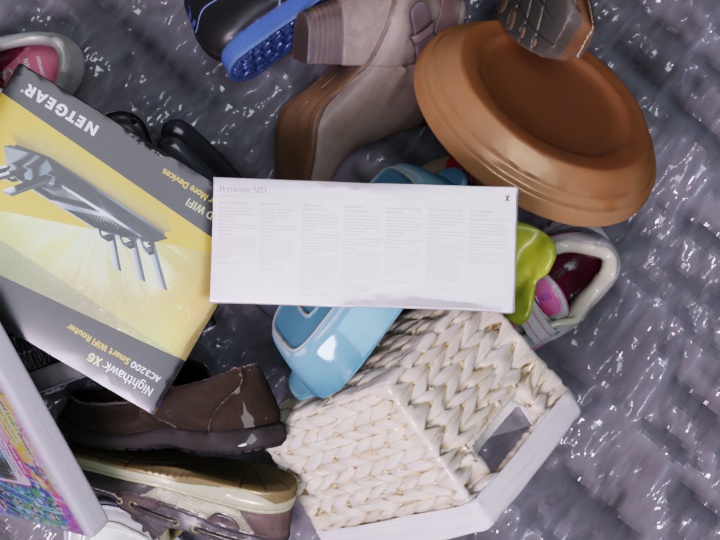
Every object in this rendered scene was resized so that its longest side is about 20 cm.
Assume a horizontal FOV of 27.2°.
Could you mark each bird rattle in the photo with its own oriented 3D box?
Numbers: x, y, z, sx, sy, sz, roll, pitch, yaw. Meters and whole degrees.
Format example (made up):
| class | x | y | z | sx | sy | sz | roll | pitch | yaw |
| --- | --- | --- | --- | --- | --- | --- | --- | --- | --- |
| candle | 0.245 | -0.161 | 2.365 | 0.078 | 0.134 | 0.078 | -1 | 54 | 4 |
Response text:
| class | x | y | z | sx | sy | sz | roll | pitch | yaw |
| --- | --- | --- | --- | --- | --- | --- | --- | --- | --- |
| bird rattle | 0.071 | -0.055 | 1.130 | 0.162 | 0.201 | 0.113 | -16 | 132 | 22 |

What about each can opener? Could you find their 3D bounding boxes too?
| class | x | y | z | sx | sy | sz | roll | pitch | yaw |
| --- | --- | --- | --- | --- | --- | --- | --- | --- | --- |
| can opener | -0.083 | -0.031 | 1.110 | 0.078 | 0.064 | 0.200 | -34 | 121 | 9 |

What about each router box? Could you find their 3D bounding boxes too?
| class | x | y | z | sx | sy | sz | roll | pitch | yaw |
| --- | --- | --- | --- | --- | --- | --- | --- | --- | --- |
| router box | -0.186 | -0.020 | 1.017 | 0.199 | 0.052 | 0.158 | 31 | 86 | -7 |

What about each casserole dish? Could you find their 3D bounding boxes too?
| class | x | y | z | sx | sy | sz | roll | pitch | yaw |
| --- | --- | --- | --- | --- | --- | --- | --- | --- | --- |
| casserole dish | 0.000 | 0.000 | 1.057 | 0.039 | 0.121 | 0.201 | 35 | 93 | -22 |

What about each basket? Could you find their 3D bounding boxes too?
| class | x | y | z | sx | sy | sz | roll | pitch | yaw |
| --- | --- | --- | --- | --- | --- | --- | --- | --- | --- |
| basket | 0.034 | 0.111 | 1.075 | 0.124 | 0.199 | 0.136 | 52 | 54 | -9 |

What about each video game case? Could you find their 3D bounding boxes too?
| class | x | y | z | sx | sy | sz | roll | pitch | yaw |
| --- | --- | --- | --- | --- | --- | --- | --- | --- | --- |
| video game case | -0.280 | 0.093 | 1.037 | 0.024 | 0.181 | 0.201 | -47 | 127 | -38 |

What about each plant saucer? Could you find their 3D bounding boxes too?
| class | x | y | z | sx | sy | sz | roll | pitch | yaw |
| --- | --- | --- | --- | --- | --- | --- | --- | --- | --- |
| plant saucer | 0.134 | -0.118 | 1.090 | 0.199 | 0.201 | 0.038 | 26 | 130 | -7 |

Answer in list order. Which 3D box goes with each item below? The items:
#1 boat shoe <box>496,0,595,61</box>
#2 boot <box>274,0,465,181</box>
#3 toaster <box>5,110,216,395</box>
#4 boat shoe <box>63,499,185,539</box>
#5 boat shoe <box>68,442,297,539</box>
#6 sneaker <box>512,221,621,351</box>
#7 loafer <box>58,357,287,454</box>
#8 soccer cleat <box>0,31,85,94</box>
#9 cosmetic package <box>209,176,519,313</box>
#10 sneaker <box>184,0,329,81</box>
| class | x | y | z | sx | sy | sz | roll | pitch | yaw |
| --- | --- | --- | --- | --- | --- | --- | --- | --- | --- |
| boat shoe | 0.142 | -0.229 | 1.127 | 0.073 | 0.201 | 0.076 | 11 | 129 | -25 |
| boot | 0.013 | -0.127 | 1.156 | 0.145 | 0.070 | 0.202 | -6 | 120 | -28 |
| toaster | -0.222 | -0.016 | 1.097 | 0.179 | 0.119 | 0.202 | -21 | 93 | -8 |
| boat shoe | -0.142 | 0.252 | 1.125 | 0.202 | 0.086 | 0.075 | 44 | 84 | -6 |
| boat shoe | -0.141 | 0.170 | 1.104 | 0.199 | 0.072 | 0.067 | 7 | 98 | 22 |
| sneaker | 0.121 | 0.026 | 1.161 | 0.200 | 0.088 | 0.082 | -39 | 95 | -6 |
| loafer | -0.138 | 0.094 | 1.097 | 0.198 | 0.073 | 0.072 | -2 | 90 | 30 |
| soccer cleat | -0.303 | -0.136 | 1.102 | 0.198 | 0.086 | 0.071 | -19 | 93 | -7 |
| cosmetic package | 0.002 | -0.017 | 0.979 | 0.198 | 0.051 | 0.083 | 3 | 92 | 1 |
| sneaker | -0.043 | -0.230 | 1.148 | 0.199 | 0.070 | 0.078 | -35 | 75 | -15 |
